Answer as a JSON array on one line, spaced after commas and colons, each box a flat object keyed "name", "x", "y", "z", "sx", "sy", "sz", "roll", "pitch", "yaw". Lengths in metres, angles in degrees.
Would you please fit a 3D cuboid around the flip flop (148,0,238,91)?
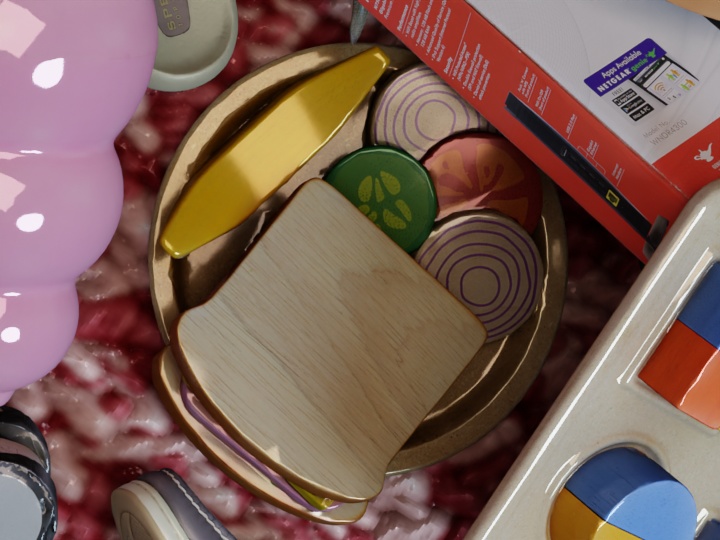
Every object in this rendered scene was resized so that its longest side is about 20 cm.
[{"name": "flip flop", "x": -0.101, "y": -0.171, "z": 1.168, "sx": 0.081, "sy": 0.058, "sz": 0.201, "roll": -19, "pitch": 93, "yaw": -14}]

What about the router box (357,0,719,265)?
[{"name": "router box", "x": 0.130, "y": -0.113, "z": 1.160, "sx": 0.179, "sy": 0.049, "sz": 0.200, "roll": 43, "pitch": 56, "yaw": 18}]

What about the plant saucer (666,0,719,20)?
[{"name": "plant saucer", "x": 0.140, "y": -0.181, "z": 1.144, "sx": 0.200, "sy": 0.032, "sz": 0.201, "roll": 13, "pitch": 55, "yaw": -19}]

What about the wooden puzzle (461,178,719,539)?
[{"name": "wooden puzzle", "x": 0.146, "y": 0.079, "z": 1.113, "sx": 0.185, "sy": 0.046, "sz": 0.200, "roll": 28, "pitch": 102, "yaw": -43}]

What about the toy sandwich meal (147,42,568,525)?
[{"name": "toy sandwich meal", "x": 0.000, "y": 0.000, "z": 1.183, "sx": 0.205, "sy": 0.070, "sz": 0.206, "roll": 0, "pitch": 89, "yaw": -14}]

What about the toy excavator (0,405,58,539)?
[{"name": "toy excavator", "x": -0.164, "y": 0.160, "z": 1.136, "sx": 0.194, "sy": 0.100, "sz": 0.201, "roll": 15, "pitch": 98, "yaw": -12}]

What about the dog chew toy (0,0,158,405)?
[{"name": "dog chew toy", "x": -0.146, "y": -0.045, "z": 1.125, "sx": 0.124, "sy": 0.125, "sz": 0.201, "roll": 2, "pitch": 101, "yaw": -14}]

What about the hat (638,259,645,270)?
[{"name": "hat", "x": 0.151, "y": 0.002, "z": 1.249, "sx": 0.200, "sy": 0.176, "sz": 0.166, "roll": -6, "pitch": 66, "yaw": -39}]

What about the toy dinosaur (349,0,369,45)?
[{"name": "toy dinosaur", "x": -0.021, "y": -0.195, "z": 1.192, "sx": 0.102, "sy": 0.077, "sz": 0.201, "roll": -1, "pitch": 93, "yaw": -2}]

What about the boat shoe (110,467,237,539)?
[{"name": "boat shoe", "x": -0.027, "y": 0.155, "z": 1.176, "sx": 0.065, "sy": 0.072, "sz": 0.200, "roll": -41, "pitch": 102, "yaw": -17}]
